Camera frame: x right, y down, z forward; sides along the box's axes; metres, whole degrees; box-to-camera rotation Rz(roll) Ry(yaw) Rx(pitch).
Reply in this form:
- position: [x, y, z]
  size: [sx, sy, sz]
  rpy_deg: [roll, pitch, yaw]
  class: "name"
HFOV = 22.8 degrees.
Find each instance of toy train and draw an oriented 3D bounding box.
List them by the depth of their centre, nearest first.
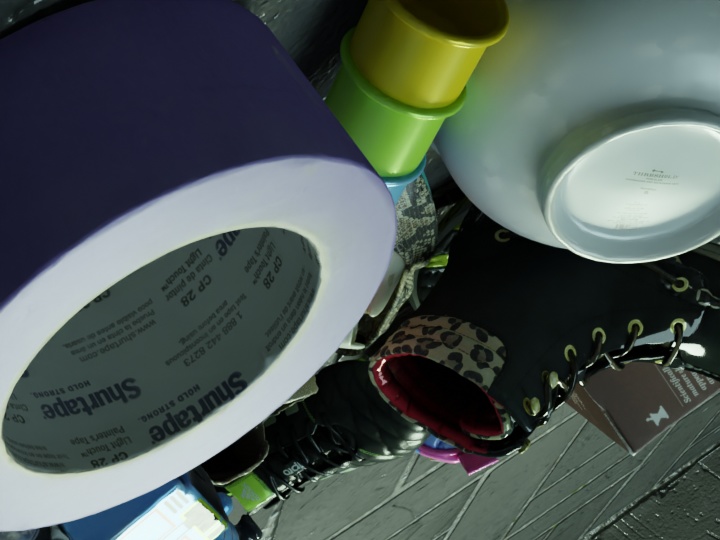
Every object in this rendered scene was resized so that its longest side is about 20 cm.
- position: [-0.113, 0.143, 0.887]
  size: [0.114, 0.087, 0.200]
  rpy_deg: [-37, 148, -4]
  class: "toy train"

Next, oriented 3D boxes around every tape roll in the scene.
- position: [-0.090, 0.001, 0.656]
  size: [0.199, 0.085, 0.201]
  rpy_deg: [-30, 154, -16]
  class: "tape roll"

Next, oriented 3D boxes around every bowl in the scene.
- position: [0.119, -0.068, 0.784]
  size: [0.199, 0.091, 0.202]
  rpy_deg: [-4, 143, -3]
  class: "bowl"

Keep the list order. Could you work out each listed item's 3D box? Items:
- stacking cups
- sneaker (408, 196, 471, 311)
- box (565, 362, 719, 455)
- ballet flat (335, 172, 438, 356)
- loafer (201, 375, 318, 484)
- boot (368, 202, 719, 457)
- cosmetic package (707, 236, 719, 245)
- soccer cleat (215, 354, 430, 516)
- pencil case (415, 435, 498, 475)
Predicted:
- position: [-0.003, -0.046, 0.772]
  size: [0.060, 0.061, 0.201]
  rpy_deg: [-22, 152, -41]
  class: "stacking cups"
- position: [0.101, -0.044, 1.036]
  size: [0.199, 0.076, 0.076]
  rpy_deg: [-36, -167, -12]
  class: "sneaker"
- position: [0.134, 0.030, 1.075]
  size: [0.075, 0.101, 0.200]
  rpy_deg: [-35, -167, -1]
  class: "box"
- position: [0.000, 0.000, 0.893]
  size: [0.200, 0.067, 0.076]
  rpy_deg: [94, 15, -71]
  class: "ballet flat"
- position: [-0.095, 0.093, 0.962]
  size: [0.076, 0.068, 0.200]
  rpy_deg: [-14, 151, -53]
  class: "loafer"
- position: [0.117, 0.043, 0.873]
  size: [0.154, 0.202, 0.074]
  rpy_deg: [-50, 160, -41]
  class: "boot"
- position: [0.211, -0.073, 0.916]
  size: [0.101, 0.074, 0.200]
  rpy_deg: [-26, 167, -47]
  class: "cosmetic package"
- position: [-0.033, 0.099, 1.001]
  size: [0.199, 0.068, 0.081]
  rpy_deg: [-19, -155, 51]
  class: "soccer cleat"
- position: [0.048, 0.078, 1.114]
  size: [0.088, 0.089, 0.200]
  rpy_deg: [-37, 180, -3]
  class: "pencil case"
